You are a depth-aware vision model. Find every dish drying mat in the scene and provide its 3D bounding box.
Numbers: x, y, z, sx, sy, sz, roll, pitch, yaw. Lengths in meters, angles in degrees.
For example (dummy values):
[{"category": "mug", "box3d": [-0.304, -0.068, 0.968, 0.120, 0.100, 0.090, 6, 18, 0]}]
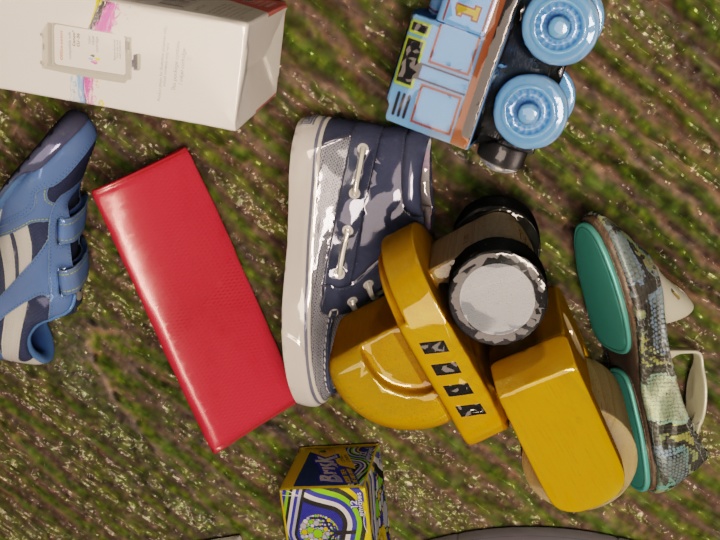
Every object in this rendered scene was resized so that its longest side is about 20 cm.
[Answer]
[{"category": "dish drying mat", "box3d": [-0.112, 0.021, 0.831, 0.077, 0.018, 0.201, -30, 106, -28]}]

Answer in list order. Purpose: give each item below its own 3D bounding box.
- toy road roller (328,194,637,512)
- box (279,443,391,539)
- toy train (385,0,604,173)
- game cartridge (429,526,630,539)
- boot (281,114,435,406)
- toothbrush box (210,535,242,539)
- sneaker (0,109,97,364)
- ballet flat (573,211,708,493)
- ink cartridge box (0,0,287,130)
[{"category": "toy road roller", "box3d": [0.070, 0.062, 0.744, 0.145, 0.123, 0.201, -26, 105, 14]}, {"category": "box", "box3d": [-0.010, 0.233, 0.877, 0.064, 0.070, 0.201, -4, 107, 12]}, {"category": "toy train", "box3d": [0.092, -0.162, 0.727, 0.114, 0.087, 0.201, 20, 110, 7]}, {"category": "game cartridge", "box3d": [0.131, 0.255, 0.884, 0.199, 0.040, 0.134, -1, 104, 8]}, {"category": "boot", "box3d": [0.000, 0.000, 0.797, 0.090, 0.073, 0.201, 6, 108, 12]}, {"category": "toothbrush box", "box3d": [-0.171, 0.300, 0.916, 0.199, 0.085, 0.147, -11, 106, 10]}, {"category": "sneaker", "box3d": [-0.217, -0.019, 0.827, 0.082, 0.074, 0.201, 28, 116, -6]}, {"category": "ballet flat", "box3d": [0.192, 0.049, 0.798, 0.074, 0.074, 0.201, -10, 108, 11]}, {"category": "ink cartridge box", "box3d": [-0.156, -0.147, 0.749, 0.199, 0.117, 0.068, 12, 110, 5]}]
